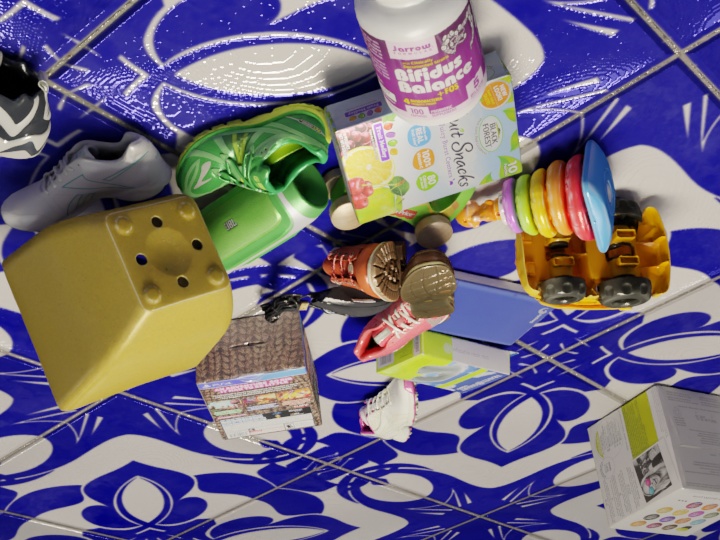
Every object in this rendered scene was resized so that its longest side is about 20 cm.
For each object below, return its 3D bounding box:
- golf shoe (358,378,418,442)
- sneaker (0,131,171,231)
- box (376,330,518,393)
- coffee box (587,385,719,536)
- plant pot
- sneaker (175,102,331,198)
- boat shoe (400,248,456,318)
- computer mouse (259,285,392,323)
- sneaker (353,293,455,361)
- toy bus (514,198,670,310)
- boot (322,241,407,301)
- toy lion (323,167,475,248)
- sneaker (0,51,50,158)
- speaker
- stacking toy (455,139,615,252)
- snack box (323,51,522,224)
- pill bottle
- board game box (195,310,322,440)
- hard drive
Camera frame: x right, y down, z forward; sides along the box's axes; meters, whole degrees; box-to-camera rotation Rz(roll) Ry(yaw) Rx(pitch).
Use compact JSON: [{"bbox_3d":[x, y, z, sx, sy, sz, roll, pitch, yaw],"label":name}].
[{"bbox_3d":[0.046,0.230,1.852,0.091,0.076,0.200,0,145,-7],"label":"golf shoe"},{"bbox_3d":[-0.321,-0.107,1.265,0.200,0.071,0.080,-19,141,3],"label":"sneaker"},{"bbox_3d":[0.138,0.145,1.746,0.199,0.048,0.122,15,152,-32],"label":"box"},{"bbox_3d":[0.565,0.351,2.033,0.199,0.201,0.198,13,142,-28],"label":"coffee box"},{"bbox_3d":[-0.256,0.016,1.260,0.195,0.195,0.200,-18,169,-39],"label":"plant pot"},{"bbox_3d":[-0.125,-0.124,1.258,0.199,0.084,0.074,-20,146,19],"label":"sneaker"},{"bbox_3d":[0.085,0.006,1.431,0.072,0.068,0.200,-8,162,3],"label":"boat shoe"},{"bbox_3d":[-0.039,0.050,1.554,0.199,0.046,0.140,-8,174,-27],"label":"computer mouse"},{"bbox_3d":[0.060,0.076,1.583,0.087,0.074,0.200,-35,172,-46],"label":"sneaker"},{"bbox_3d":[0.292,-0.004,1.515,0.199,0.136,0.192,0,162,-10],"label":"toy bus"},{"bbox_3d":[0.000,0.000,1.427,0.107,0.075,0.200,-1,-177,7],"label":"boot"},{"bbox_3d":[0.056,-0.125,1.329,0.199,0.069,0.192,12,134,-29],"label":"toy lion"},{"bbox_3d":[-0.406,-0.178,1.118,0.198,0.080,0.130,8,143,-23],"label":"sneaker"},{"bbox_3d":[-0.136,-0.060,1.352,0.200,0.089,0.088,-30,141,29],"label":"speaker"},{"bbox_3d":[0.214,-0.082,1.399,0.199,0.110,0.116,-8,128,23],"label":"stacking toy"},{"bbox_3d":[0.073,-0.145,1.240,0.199,0.053,0.143,-18,136,-2],"label":"snack box"},{"bbox_3d":[0.057,-0.242,1.093,0.112,0.113,0.200,-14,147,8],"label":"pill bottle"},{"bbox_3d":[-0.151,0.161,1.676,0.159,0.097,0.200,-9,147,0],"label":"board game box"},{"bbox_3d":[0.176,0.057,1.656,0.199,0.025,0.132,12,142,-28],"label":"hard drive"}]
